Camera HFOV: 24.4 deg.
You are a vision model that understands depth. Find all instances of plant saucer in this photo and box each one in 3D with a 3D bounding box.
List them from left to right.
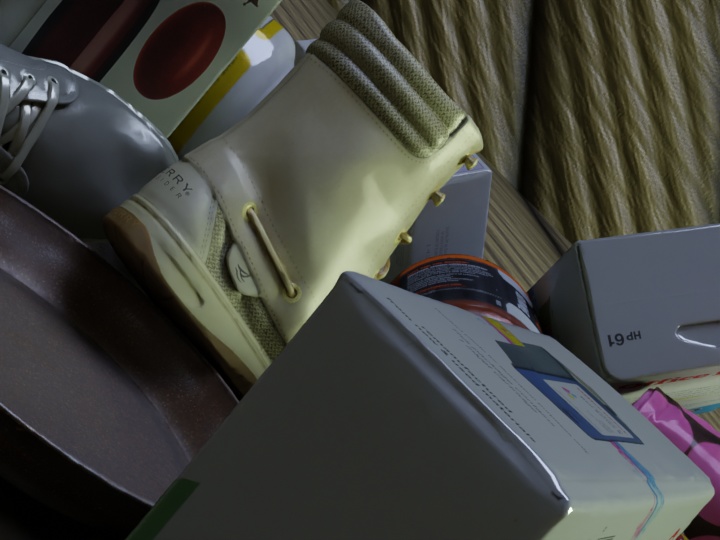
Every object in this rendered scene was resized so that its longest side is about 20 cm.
[{"bbox_3d":[-0.113,0.029,0.593,0.200,0.032,0.200,42,10,-9],"label":"plant saucer"}]

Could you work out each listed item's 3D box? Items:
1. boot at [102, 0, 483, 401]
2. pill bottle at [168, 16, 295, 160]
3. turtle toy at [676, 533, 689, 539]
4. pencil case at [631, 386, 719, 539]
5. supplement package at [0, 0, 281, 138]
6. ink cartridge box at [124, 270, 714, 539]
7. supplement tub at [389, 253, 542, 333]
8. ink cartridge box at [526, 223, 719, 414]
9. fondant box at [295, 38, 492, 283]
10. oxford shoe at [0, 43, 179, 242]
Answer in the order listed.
[{"bbox_3d":[0.000,0.000,0.729,0.201,0.155,0.073,53,-14,-30],"label":"boot"},{"bbox_3d":[-0.114,-0.136,1.057,0.200,0.114,0.114,42,10,-4],"label":"pill bottle"},{"bbox_3d":[0.103,0.155,0.701,0.146,0.101,0.200,42,10,0],"label":"turtle toy"},{"bbox_3d":[0.206,0.157,0.900,0.200,0.094,0.091,41,34,11],"label":"pencil case"},{"bbox_3d":[-0.152,-0.161,0.762,0.191,0.200,0.147,35,12,-32],"label":"supplement package"},{"bbox_3d":[0.014,0.091,0.494,0.087,0.146,0.200,44,11,22],"label":"ink cartridge box"},{"bbox_3d":[0.054,0.050,0.940,0.107,0.107,0.200,41,10,-6],"label":"supplement tub"},{"bbox_3d":[0.177,0.038,1.005,0.200,0.143,0.086,124,-43,-73],"label":"ink cartridge box"},{"bbox_3d":[0.014,-0.050,1.116,0.058,0.146,0.200,-12,38,-22],"label":"fondant box"},{"bbox_3d":[-0.156,-0.064,0.680,0.199,0.076,0.058,28,-7,-31],"label":"oxford shoe"}]
